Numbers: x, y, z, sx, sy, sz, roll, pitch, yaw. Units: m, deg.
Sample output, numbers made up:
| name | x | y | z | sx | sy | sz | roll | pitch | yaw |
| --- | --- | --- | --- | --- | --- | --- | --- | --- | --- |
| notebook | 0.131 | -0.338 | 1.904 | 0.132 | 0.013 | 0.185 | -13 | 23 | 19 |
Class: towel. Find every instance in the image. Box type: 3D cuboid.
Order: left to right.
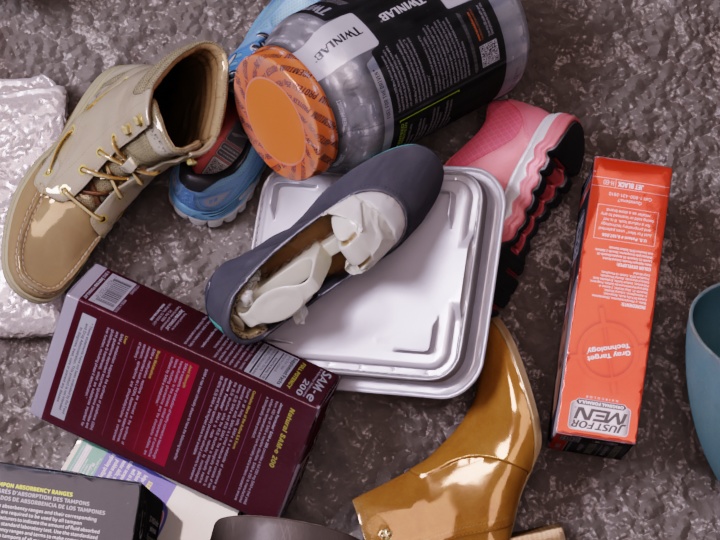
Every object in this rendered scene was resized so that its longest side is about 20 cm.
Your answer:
| name | x | y | z | sx | sy | sz | roll | pitch | yaw |
| --- | --- | --- | --- | --- | --- | --- | --- | --- | --- |
| towel | -0.283 | -0.047 | 1.733 | 0.132 | 0.034 | 0.201 | -2 | 79 | 2 |

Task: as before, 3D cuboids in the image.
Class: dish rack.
| name | x | y | z | sx | sy | sz | roll | pitch | yaw |
| --- | --- | --- | --- | --- | --- | --- | --- | --- | --- |
| dish rack | 0.000 | 0.000 | 1.675 | 0.199 | 0.044 | 0.173 | 4 | 78 | 26 |

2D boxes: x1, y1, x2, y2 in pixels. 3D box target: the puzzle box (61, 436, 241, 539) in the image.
| name | x | y | z | sx | sy | sz | roll | pitch | yaw |
| --- | --- | --- | --- | --- | --- | --- | --- | --- | --- |
| puzzle box | -0.190 | 0.230 | 1.682 | 0.133 | 0.025 | 0.201 | 29 | 81 | 7 |

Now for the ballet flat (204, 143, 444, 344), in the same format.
| name | x | y | z | sx | sy | sz | roll | pitch | yaw |
| --- | --- | --- | --- | --- | --- | --- | --- | --- | --- |
| ballet flat | -0.022 | -0.012 | 1.618 | 0.199 | 0.073 | 0.073 | -33 | 80 | 11 |

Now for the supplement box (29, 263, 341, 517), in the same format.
| name | x | y | z | sx | sy | sz | roll | pitch | yaw |
| --- | --- | --- | --- | --- | --- | --- | --- | --- | --- |
| supplement box | -0.126 | 0.089 | 1.666 | 0.199 | 0.061 | 0.109 | 25 | 117 | 6 |

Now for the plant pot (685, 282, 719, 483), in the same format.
| name | x | y | z | sx | sy | sz | roll | pitch | yaw |
| --- | --- | --- | --- | --- | --- | --- | --- | --- | --- |
| plant pot | 0.318 | 0.107 | 1.629 | 0.199 | 0.200 | 0.136 | 9 | 116 | 3 |

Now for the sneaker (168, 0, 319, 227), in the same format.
| name | x | y | z | sx | sy | sz | roll | pitch | yaw |
| --- | --- | --- | --- | --- | --- | --- | --- | --- | --- |
| sneaker | -0.075 | -0.127 | 1.715 | 0.078 | 0.090 | 0.201 | 27 | 80 | 6 |

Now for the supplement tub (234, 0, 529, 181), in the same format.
| name | x | y | z | sx | sy | sz | roll | pitch | yaw |
| --- | --- | --- | --- | --- | --- | --- | --- | --- | --- |
| supplement tub | 0.014 | -0.147 | 1.668 | 0.199 | 0.123 | 0.123 | -30 | 79 | -31 |

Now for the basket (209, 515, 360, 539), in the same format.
| name | x | y | z | sx | sy | sz | roll | pitch | yaw |
| --- | --- | --- | --- | --- | --- | --- | --- | --- | --- |
| basket | -0.065 | 0.281 | 1.614 | 0.136 | 0.180 | 0.201 | 24 | 66 | -37 |

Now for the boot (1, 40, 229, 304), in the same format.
| name | x | y | z | sx | sy | sz | roll | pitch | yaw |
| --- | --- | --- | --- | --- | --- | --- | --- | --- | --- |
| boot | -0.174 | -0.072 | 1.661 | 0.073 | 0.155 | 0.201 | 38 | 67 | -23 |

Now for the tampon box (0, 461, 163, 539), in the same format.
| name | x | y | z | sx | sy | sz | roll | pitch | yaw |
| --- | --- | --- | --- | --- | --- | --- | --- | --- | --- |
| tampon box | -0.218 | 0.240 | 1.592 | 0.125 | 0.150 | 0.201 | 8 | 79 | 2 |

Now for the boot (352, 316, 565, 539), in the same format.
| name | x | y | z | sx | sy | sz | roll | pitch | yaw |
| --- | --- | --- | --- | --- | --- | --- | --- | --- | --- |
| boot | 0.063 | 0.144 | 1.671 | 0.143 | 0.071 | 0.203 | -12 | 83 | -2 |

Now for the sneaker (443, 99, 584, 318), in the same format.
| name | x | y | z | sx | sy | sz | roll | pitch | yaw |
| --- | --- | --- | --- | --- | --- | --- | --- | --- | --- |
| sneaker | 0.086 | -0.038 | 1.716 | 0.087 | 0.074 | 0.201 | 28 | 82 | 28 |

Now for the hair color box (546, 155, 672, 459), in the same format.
| name | x | y | z | sx | sy | sz | roll | pitch | yaw |
| --- | --- | --- | --- | --- | --- | --- | --- | --- | --- |
| hair color box | 0.179 | 0.029 | 1.674 | 0.061 | 0.102 | 0.201 | 8 | 79 | 2 |
